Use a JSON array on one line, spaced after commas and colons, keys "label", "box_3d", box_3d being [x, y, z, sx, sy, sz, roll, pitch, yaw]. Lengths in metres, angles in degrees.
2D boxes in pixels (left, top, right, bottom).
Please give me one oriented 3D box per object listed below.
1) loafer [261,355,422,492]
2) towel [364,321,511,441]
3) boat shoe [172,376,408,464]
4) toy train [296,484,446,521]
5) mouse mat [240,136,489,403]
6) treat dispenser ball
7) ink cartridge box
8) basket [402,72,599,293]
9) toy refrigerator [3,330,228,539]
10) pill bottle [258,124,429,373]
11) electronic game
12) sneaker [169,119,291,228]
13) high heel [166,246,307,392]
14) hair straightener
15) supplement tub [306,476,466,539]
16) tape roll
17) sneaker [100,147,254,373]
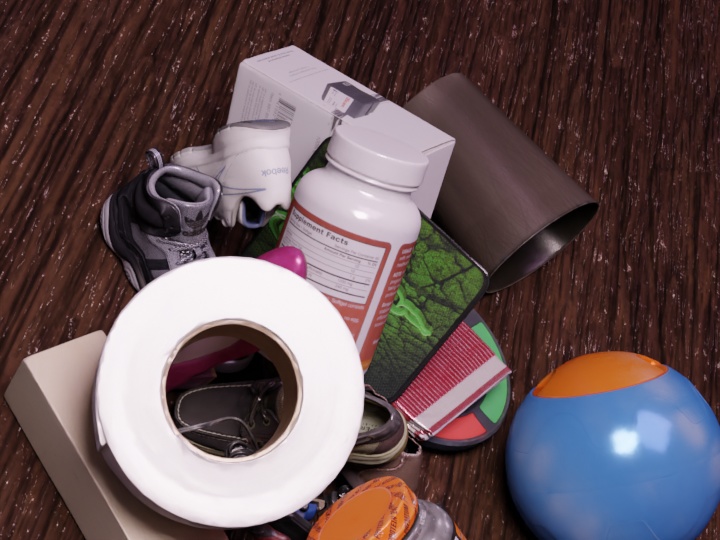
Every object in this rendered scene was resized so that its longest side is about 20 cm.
[{"label": "loafer", "box_3d": [-0.008, 0.120, 1.379, 0.200, 0.071, 0.073, 45, 32, 25]}, {"label": "towel", "box_3d": [0.032, 0.057, 1.470, 0.200, 0.023, 0.144, 45, 45, 12]}, {"label": "boat shoe", "box_3d": [-0.060, 0.116, 1.302, 0.200, 0.066, 0.072, 6, 61, 8]}, {"label": "toy train", "box_3d": [-0.009, 0.211, 1.355, 0.199, 0.034, 0.046, 15, 59, -29]}, {"label": "mouse mat", "box_3d": [0.000, 0.000, 1.395, 0.200, 0.161, 0.008, 43, 22, 13]}, {"label": "treat dispenser ball", "box_3d": [0.234, 0.175, 1.447, 0.200, 0.201, 0.201, 21, 45, -23]}, {"label": "ink cartridge box", "box_3d": [-0.028, -0.097, 1.464, 0.200, 0.145, 0.084, 33, 35, 24]}, {"label": "basket", "box_3d": [0.127, -0.097, 1.651, 0.200, 0.136, 0.180, 50, 37, 14]}, {"label": "toy refrigerator", "box_3d": [-0.194, 0.155, 1.231, 0.076, 0.070, 0.200, -22, 71, -39]}, {"label": "pill bottle", "box_3d": [-0.015, -0.016, 1.334, 0.112, 0.201, 0.112, 19, 16, -6]}, {"label": "electronic game", "box_3d": [0.060, 0.083, 1.509, 0.199, 0.042, 0.200, 22, 45, -23]}, {"label": "sneaker", "box_3d": [-0.117, -0.075, 1.404, 0.074, 0.200, 0.087, -7, 84, -24]}, {"label": "high heel", "box_3d": [-0.128, 0.040, 1.277, 0.096, 0.200, 0.068, 6, 58, -42]}, {"label": "hair straightener", "box_3d": [-0.078, 0.182, 1.269, 0.200, 0.041, 0.077, 46, 44, -26]}, {"label": "supplement tub", "box_3d": [0.049, 0.268, 1.243, 0.200, 0.122, 0.123, 54, 38, -17]}, {"label": "tape roll", "box_3d": [-0.101, 0.093, 1.181, 0.202, 0.071, 0.203, 2, 80, -12]}, {"label": "sneaker", "box_3d": [-0.148, -0.011, 1.365, 0.075, 0.114, 0.200, -26, 73, -40]}]
